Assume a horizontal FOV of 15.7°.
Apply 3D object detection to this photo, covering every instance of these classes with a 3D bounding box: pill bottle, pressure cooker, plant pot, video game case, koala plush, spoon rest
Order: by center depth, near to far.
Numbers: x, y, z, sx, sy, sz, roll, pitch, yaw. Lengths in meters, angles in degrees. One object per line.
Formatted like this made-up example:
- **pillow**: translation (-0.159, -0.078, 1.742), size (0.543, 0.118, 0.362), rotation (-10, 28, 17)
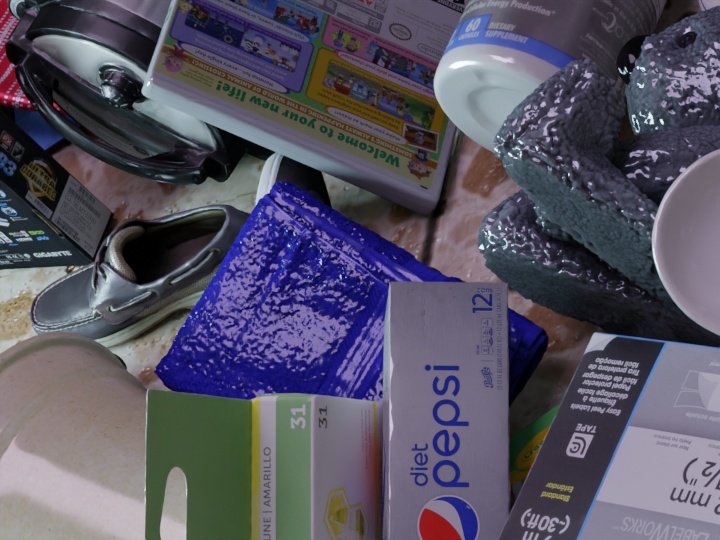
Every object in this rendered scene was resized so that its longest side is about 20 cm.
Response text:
- **spoon rest**: translation (0.235, 0.018, 1.306), size (0.099, 0.200, 0.061), rotation (-50, -2, -7)
- **koala plush**: translation (0.190, -0.067, 1.438), size (0.183, 0.178, 0.200), rotation (31, 66, 10)
- **plant pot**: translation (-0.126, 0.156, 1.500), size (0.183, 0.201, 0.201), rotation (17, 67, 33)
- **pill bottle**: translation (0.132, -0.174, 1.613), size (0.113, 0.114, 0.201), rotation (3, 58, 40)
- **video game case**: translation (-0.024, -0.148, 1.673), size (0.022, 0.199, 0.183), rotation (129, 161, -55)
- **pressure cooker**: translation (-0.134, -0.161, 1.769), size (0.175, 0.179, 0.201), rotation (10, 62, 40)

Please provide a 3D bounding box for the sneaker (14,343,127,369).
- **sneaker**: translation (-0.218, 0.117, 1.684), size (0.199, 0.081, 0.115), rotation (-33, 37, 2)

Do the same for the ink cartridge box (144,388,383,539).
- **ink cartridge box**: translation (-0.043, 0.137, 1.383), size (0.048, 0.200, 0.147), rotation (-3, 83, 26)

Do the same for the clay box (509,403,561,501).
- **clay box**: translation (0.151, 0.139, 1.375), size (0.115, 0.048, 0.201), rotation (-34, 40, 14)

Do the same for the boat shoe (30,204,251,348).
- **boat shoe**: translation (-0.144, -0.002, 1.726), size (0.199, 0.065, 0.072), rotation (-16, 49, 30)

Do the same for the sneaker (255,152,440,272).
- **sneaker**: translation (0.000, 0.000, 1.611), size (0.111, 0.073, 0.201), rotation (-19, 54, 21)

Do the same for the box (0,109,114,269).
- **box**: translation (-0.305, -0.070, 1.814), size (0.199, 0.199, 0.050), rotation (-3, 54, 38)

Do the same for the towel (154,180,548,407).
- **towel**: translation (-0.009, 0.049, 1.513), size (0.199, 0.050, 0.148), rotation (31, 86, 23)

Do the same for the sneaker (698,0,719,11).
- **sneaker**: translation (0.235, -0.229, 1.609), size (0.073, 0.071, 0.201), rotation (-14, 48, 30)

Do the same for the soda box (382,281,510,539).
- **soda box**: translation (0.046, 0.109, 1.412), size (0.068, 0.063, 0.201), rotation (0, 72, -2)

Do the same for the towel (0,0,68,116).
- **towel**: translation (-0.254, -0.176, 1.928), size (0.199, 0.023, 0.145), rotation (11, 49, 20)

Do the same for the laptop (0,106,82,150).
- **laptop**: translation (-0.280, -0.173, 1.951), size (0.188, 0.199, 0.116), rotation (-103, 31, -46)

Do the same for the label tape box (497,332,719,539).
- **label tape box**: translation (0.146, 0.135, 1.296), size (0.143, 0.066, 0.201), rotation (7, 61, 44)
